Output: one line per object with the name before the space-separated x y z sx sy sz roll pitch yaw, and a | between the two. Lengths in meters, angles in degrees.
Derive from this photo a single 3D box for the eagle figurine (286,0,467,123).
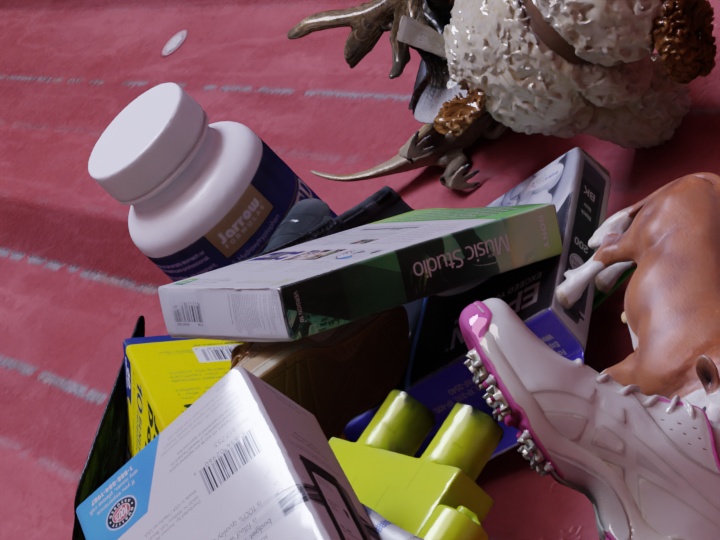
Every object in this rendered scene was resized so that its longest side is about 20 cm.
eagle figurine | 0.071 -0.181 1.391 0.152 0.200 0.151 24 99 30

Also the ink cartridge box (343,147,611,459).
ink cartridge box | 0.068 0.042 1.213 0.198 0.043 0.200 -34 30 39

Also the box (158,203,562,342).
box | 0.000 0.000 1.145 0.200 0.036 0.144 -19 10 -32

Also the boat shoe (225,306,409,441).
boat shoe | -0.043 0.066 1.138 0.069 0.074 0.200 7 17 28

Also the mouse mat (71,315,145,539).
mouse mat | -0.177 0.146 1.335 0.200 0.008 0.161 104 180 -49

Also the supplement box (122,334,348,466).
supplement box | -0.080 0.126 1.214 0.109 0.109 0.200 -4 23 -17

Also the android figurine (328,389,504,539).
android figurine | -0.010 0.151 0.998 0.200 0.041 0.182 -53 29 -17

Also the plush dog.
plush dog | 0.130 -0.164 1.203 0.160 0.200 0.172 -34 -8 -39

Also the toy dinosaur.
toy dinosaur | 0.060 -0.094 1.440 0.200 0.058 0.101 -31 15 10

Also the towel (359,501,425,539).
towel | -0.023 0.182 0.919 0.200 0.024 0.147 22 78 47

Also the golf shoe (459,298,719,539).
golf shoe | 0.131 0.084 0.964 0.092 0.200 0.075 -39 0 -3

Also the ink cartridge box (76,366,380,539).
ink cartridge box | -0.046 0.155 0.890 0.116 0.068 0.200 -42 42 10

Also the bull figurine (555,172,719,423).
bull figurine | 0.171 0.038 1.070 0.121 0.065 0.200 -26 42 37

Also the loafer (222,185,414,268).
loafer | -0.035 -0.012 1.321 0.200 0.070 0.068 -18 -14 -44

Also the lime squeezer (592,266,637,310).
lime squeezer | 0.189 -0.007 1.147 0.200 0.038 0.071 -14 41 44

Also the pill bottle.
pill bottle | -0.098 -0.037 1.401 0.120 0.200 0.120 -33 31 23
